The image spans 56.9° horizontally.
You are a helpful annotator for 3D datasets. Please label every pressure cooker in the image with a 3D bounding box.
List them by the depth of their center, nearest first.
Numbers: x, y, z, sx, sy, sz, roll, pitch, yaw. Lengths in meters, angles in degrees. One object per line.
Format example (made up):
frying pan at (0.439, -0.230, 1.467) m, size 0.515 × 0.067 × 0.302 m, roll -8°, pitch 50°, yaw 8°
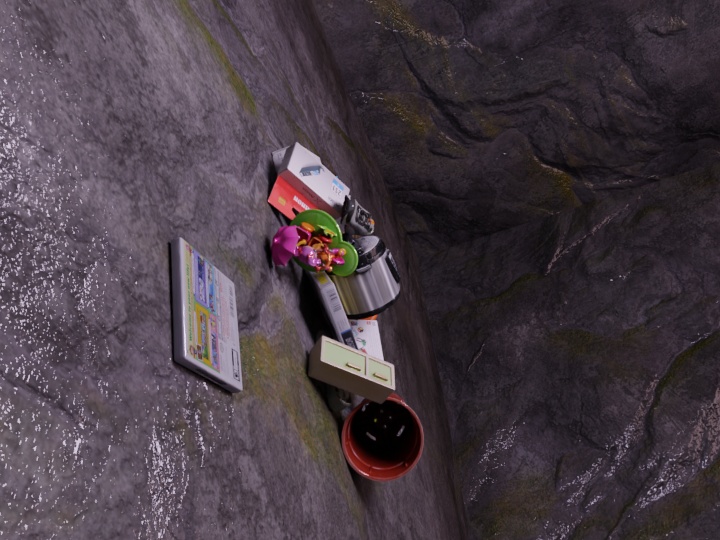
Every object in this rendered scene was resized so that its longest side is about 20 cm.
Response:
pressure cooker at (-0.002, 0.001, 1.689) m, size 0.179 × 0.174 × 0.203 m, roll -43°, pitch 118°, yaw -47°

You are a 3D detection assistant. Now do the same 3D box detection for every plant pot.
plant pot at (0.057, 0.399, 1.675) m, size 0.195 × 0.197 × 0.204 m, roll -32°, pitch 105°, yaw -87°

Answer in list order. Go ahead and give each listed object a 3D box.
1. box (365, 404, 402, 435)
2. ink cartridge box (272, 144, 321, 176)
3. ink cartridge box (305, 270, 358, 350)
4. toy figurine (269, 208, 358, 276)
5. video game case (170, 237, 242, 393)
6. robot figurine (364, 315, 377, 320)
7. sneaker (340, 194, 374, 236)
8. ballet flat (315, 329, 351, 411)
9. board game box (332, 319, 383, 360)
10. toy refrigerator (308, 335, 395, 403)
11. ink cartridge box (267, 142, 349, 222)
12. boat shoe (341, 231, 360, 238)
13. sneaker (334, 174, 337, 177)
box at (0.075, 0.452, 2.017) m, size 0.200 × 0.047 × 0.196 m, roll -56°, pitch 126°, yaw -75°
ink cartridge box at (-0.154, -0.245, 1.803) m, size 0.200 × 0.084 × 0.150 m, roll 5°, pitch 68°, yaw -78°
ink cartridge box at (-0.072, 0.093, 1.659) m, size 0.200 × 0.046 × 0.200 m, roll -125°, pitch -167°, yaw -67°
toy figurine at (-0.122, -0.043, 1.510) m, size 0.198 × 0.152 × 0.184 m, roll 33°, pitch 19°, yaw 13°
video game case at (-0.243, 0.075, 1.056) m, size 0.182 × 0.022 × 0.203 m, roll 54°, pitch 23°, yaw -60°
robot figurine at (-0.015, 0.096, 1.905) m, size 0.200 × 0.115 × 0.146 m, roll 56°, pitch 20°, yaw -56°
sneaker at (-0.006, -0.137, 1.688) m, size 0.200 × 0.078 × 0.075 m, roll 58°, pitch 42°, yaw -76°
ballet flat at (-0.057, 0.235, 1.602) m, size 0.067 × 0.063 × 0.203 m, roll 9°, pitch 63°, yaw -48°
board game box at (-0.004, 0.223, 1.759) m, size 0.035 × 0.124 × 0.202 m, roll 113°, pitch -25°, yaw -49°
toy refrigerator at (-0.018, 0.228, 1.533) m, size 0.198 × 0.070 × 0.077 m, roll 25°, pitch 37°, yaw -20°
ink cartridge box at (-0.123, -0.189, 1.657) m, size 0.199 × 0.044 × 0.178 m, roll 38°, pitch 49°, yaw -31°
boat shoe at (-0.057, -0.077, 1.969) m, size 0.199 × 0.064 × 0.074 m, roll 7°, pitch 73°, yaw -58°
sneaker at (-0.102, -0.224, 2.037) m, size 0.074 × 0.081 × 0.202 m, roll 63°, pitch 16°, yaw -48°
